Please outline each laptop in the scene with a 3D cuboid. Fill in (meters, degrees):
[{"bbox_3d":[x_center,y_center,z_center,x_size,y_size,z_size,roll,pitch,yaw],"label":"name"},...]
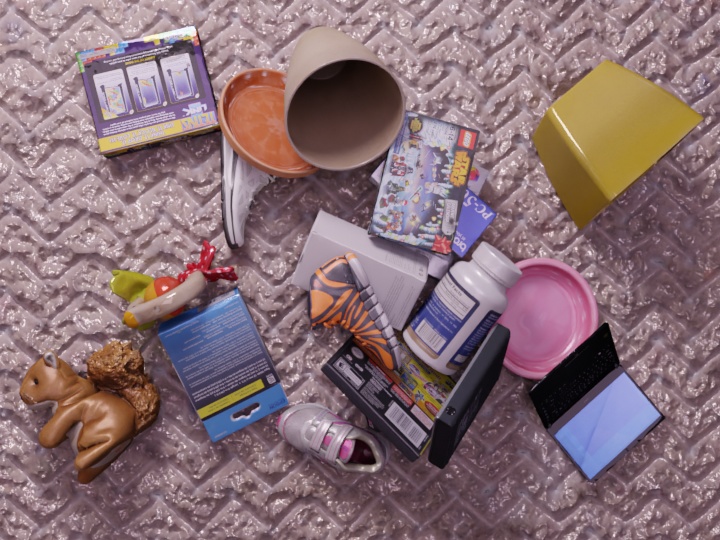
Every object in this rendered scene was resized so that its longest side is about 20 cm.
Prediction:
[{"bbox_3d":[0.395,0.222,1.329,0.177,0.103,0.201,-39,135,-7],"label":"laptop"}]

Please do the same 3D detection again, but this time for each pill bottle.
[{"bbox_3d":[0.166,0.058,1.282,0.110,0.111,0.201,36,104,-3],"label":"pill bottle"}]

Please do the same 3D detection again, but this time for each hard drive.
[{"bbox_3d":[0.171,0.196,1.252,0.033,0.141,0.200,26,55,20],"label":"hard drive"}]

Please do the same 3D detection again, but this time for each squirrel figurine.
[{"bbox_3d":[-0.422,0.197,1.249,0.199,0.142,0.187,-40,82,-20],"label":"squirrel figurine"}]

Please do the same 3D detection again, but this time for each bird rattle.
[{"bbox_3d":[-0.290,0.038,1.246,0.197,0.163,0.114,-15,108,3],"label":"bird rattle"}]

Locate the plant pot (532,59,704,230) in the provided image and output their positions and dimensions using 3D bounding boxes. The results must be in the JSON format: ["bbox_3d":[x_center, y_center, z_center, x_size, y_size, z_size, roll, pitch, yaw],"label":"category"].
[{"bbox_3d":[0.397,-0.216,1.311,0.199,0.200,0.177,-40,81,-6],"label":"plant pot"}]

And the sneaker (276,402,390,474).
[{"bbox_3d":[-0.039,0.272,1.291,0.197,0.088,0.083,18,86,-5],"label":"sneaker"}]

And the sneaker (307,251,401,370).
[{"bbox_3d":[-0.018,0.080,1.227,0.111,0.078,0.202,-28,101,-4],"label":"sneaker"}]

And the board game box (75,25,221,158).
[{"bbox_3d":[-0.339,-0.288,1.296,0.197,0.057,0.168,-14,92,-7],"label":"board game box"}]

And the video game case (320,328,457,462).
[{"bbox_3d":[0.055,0.175,1.269,0.200,0.026,0.181,44,40,3],"label":"video game case"}]

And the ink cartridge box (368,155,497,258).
[{"bbox_3d":[0.117,-0.121,1.304,0.200,0.044,0.094,42,86,-3],"label":"ink cartridge box"}]

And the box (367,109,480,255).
[{"bbox_3d":[0.099,-0.138,1.260,0.135,0.040,0.204,14,89,-5],"label":"box"}]

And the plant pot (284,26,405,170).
[{"bbox_3d":[-0.042,-0.293,1.252,0.184,0.202,0.189,-8,134,-9],"label":"plant pot"}]

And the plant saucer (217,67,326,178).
[{"bbox_3d":[-0.135,-0.235,1.287,0.197,0.032,0.203,14,58,-23],"label":"plant saucer"}]

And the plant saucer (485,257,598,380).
[{"bbox_3d":[0.300,0.081,1.354,0.197,0.051,0.205,0,89,-6],"label":"plant saucer"}]

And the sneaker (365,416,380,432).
[{"bbox_3d":[0.030,0.217,1.309,0.200,0.080,0.087,46,112,9],"label":"sneaker"}]

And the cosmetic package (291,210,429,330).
[{"bbox_3d":[0.000,0.000,1.288,0.197,0.085,0.109,25,120,-4],"label":"cosmetic package"}]

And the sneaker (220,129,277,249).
[{"bbox_3d":[-0.169,-0.137,1.299,0.113,0.076,0.205,0,93,-11],"label":"sneaker"}]

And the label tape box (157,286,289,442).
[{"bbox_3d":[-0.218,0.150,1.285,0.142,0.066,0.203,-25,106,-7],"label":"label tape box"}]

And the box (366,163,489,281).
[{"bbox_3d":[0.108,-0.104,1.345,0.154,0.041,0.203,23,87,-5],"label":"box"}]
